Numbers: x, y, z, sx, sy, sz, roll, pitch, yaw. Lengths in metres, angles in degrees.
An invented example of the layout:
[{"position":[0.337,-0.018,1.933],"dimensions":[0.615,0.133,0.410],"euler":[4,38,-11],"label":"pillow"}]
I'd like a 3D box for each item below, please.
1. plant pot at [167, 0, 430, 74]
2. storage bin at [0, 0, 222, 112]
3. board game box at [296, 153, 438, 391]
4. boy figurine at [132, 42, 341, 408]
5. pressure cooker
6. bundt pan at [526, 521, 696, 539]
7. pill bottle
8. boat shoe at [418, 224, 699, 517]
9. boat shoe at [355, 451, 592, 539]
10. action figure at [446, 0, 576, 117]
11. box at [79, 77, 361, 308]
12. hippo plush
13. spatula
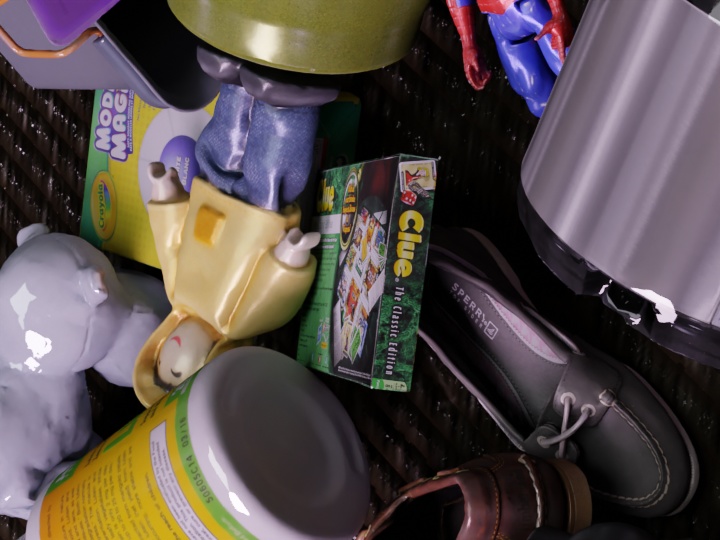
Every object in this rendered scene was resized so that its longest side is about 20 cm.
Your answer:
[{"position":[-0.017,-0.207,1.081],"dimensions":[0.200,0.200,0.194],"euler":[38,129,37],"label":"plant pot"},{"position":[-0.165,-0.173,1.189],"dimensions":[0.134,0.200,0.146],"euler":[-3,48,45],"label":"storage bin"},{"position":[0.000,0.000,1.070],"dimensions":[0.200,0.023,0.105],"euler":[-174,89,-79],"label":"board game box"},{"position":[-0.072,-0.016,1.152],"dimensions":[0.124,0.064,0.201],"euler":[32,113,37],"label":"boy figurine"},{"position":[0.173,-0.077,0.892],"dimensions":[0.179,0.175,0.201],"euler":[38,121,32],"label":"pressure cooker"},{"position":[0.114,0.194,0.989],"dimensions":[0.201,0.076,0.203],"euler":[9,120,15],"label":"bundt pan"},{"position":[-0.099,0.132,1.130],"dimensions":[0.200,0.111,0.111],"euler":[-36,67,33],"label":"pill bottle"},{"position":[0.077,0.050,1.074],"dimensions":[0.200,0.057,0.067],"euler":[46,122,33],"label":"boat shoe"},{"position":[0.033,0.133,1.085],"dimensions":[0.200,0.070,0.071],"euler":[-45,53,55],"label":"boat shoe"},{"position":[0.076,-0.108,1.011],"dimensions":[0.065,0.052,0.200],"euler":[-16,110,48],"label":"action figure"},{"position":[-0.090,-0.057,1.242],"dimensions":[0.200,0.048,0.118],"euler":[17,104,44],"label":"box"},{"position":[-0.190,0.055,1.266],"dimensions":[0.159,0.200,0.161],"euler":[18,88,50],"label":"hippo plush"},{"position":[-0.102,-0.197,1.133],"dimensions":[0.020,0.200,0.057],"euler":[11,143,37],"label":"spatula"}]
